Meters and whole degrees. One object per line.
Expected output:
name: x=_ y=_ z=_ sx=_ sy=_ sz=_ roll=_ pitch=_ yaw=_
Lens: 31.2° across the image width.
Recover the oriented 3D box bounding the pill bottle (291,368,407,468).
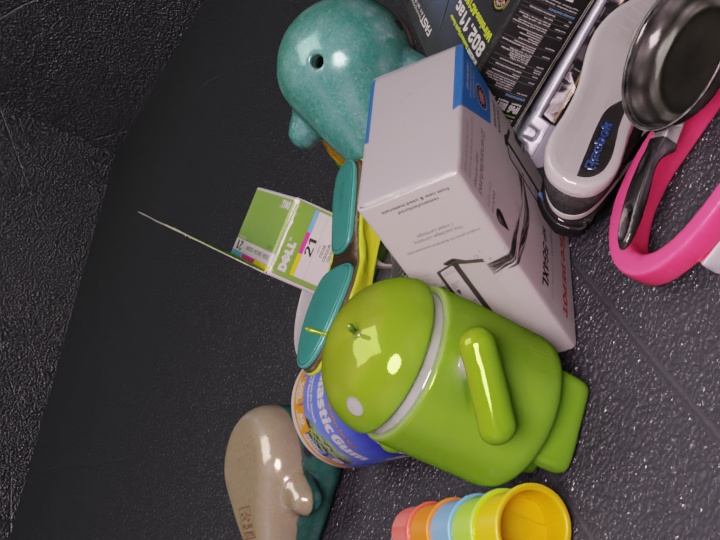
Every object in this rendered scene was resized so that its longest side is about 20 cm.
pill bottle: x=0.026 y=0.104 z=1.101 sx=0.200 sy=0.111 sz=0.113 roll=-29 pitch=41 yaw=61

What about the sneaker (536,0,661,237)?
sneaker: x=0.188 y=-0.115 z=0.985 sx=0.201 sy=0.073 sz=0.112 roll=-54 pitch=-14 yaw=-23

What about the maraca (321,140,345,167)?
maraca: x=0.003 y=-0.154 z=1.320 sx=0.200 sy=0.106 sz=0.138 roll=-21 pitch=86 yaw=68

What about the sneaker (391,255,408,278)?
sneaker: x=0.065 y=-0.016 z=1.092 sx=0.200 sy=0.077 sz=0.092 roll=-48 pitch=-52 yaw=-77

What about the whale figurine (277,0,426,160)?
whale figurine: x=-0.005 y=-0.151 z=1.171 sx=0.158 sy=0.104 sz=0.202 roll=-21 pitch=83 yaw=24

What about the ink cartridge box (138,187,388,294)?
ink cartridge box: x=-0.091 y=-0.040 z=1.193 sx=0.076 sy=0.199 sz=0.148 roll=-66 pitch=20 yaw=-1

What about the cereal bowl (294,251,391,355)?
cereal bowl: x=0.015 y=0.013 z=1.280 sx=0.200 sy=0.083 sz=0.201 roll=-54 pitch=23 yaw=35

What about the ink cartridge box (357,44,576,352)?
ink cartridge box: x=0.085 y=-0.042 z=0.970 sx=0.084 sy=0.200 sz=0.147 roll=-20 pitch=42 yaw=24

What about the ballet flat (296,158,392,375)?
ballet flat: x=0.000 y=0.000 z=1.101 sx=0.067 sy=0.067 sz=0.202 roll=-24 pitch=50 yaw=57

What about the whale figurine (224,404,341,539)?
whale figurine: x=-0.066 y=0.232 z=1.264 sx=0.159 sy=0.103 sz=0.202 roll=-32 pitch=63 yaw=57

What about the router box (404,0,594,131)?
router box: x=0.114 y=-0.233 z=1.085 sx=0.150 sy=0.062 sz=0.201 roll=-61 pitch=27 yaw=30

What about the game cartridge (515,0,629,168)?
game cartridge: x=0.186 y=-0.183 z=1.064 sx=0.201 sy=0.040 sz=0.133 roll=-61 pitch=4 yaw=15

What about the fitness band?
fitness band: x=0.236 y=-0.078 z=0.866 sx=0.201 sy=0.037 sz=0.144 roll=-58 pitch=21 yaw=22

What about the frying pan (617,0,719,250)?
frying pan: x=0.217 y=-0.115 z=0.867 sx=0.115 sy=0.031 sz=0.192 roll=-39 pitch=40 yaw=53

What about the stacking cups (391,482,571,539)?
stacking cups: x=0.077 y=0.195 z=0.948 sx=0.200 sy=0.060 sz=0.061 roll=-31 pitch=40 yaw=62

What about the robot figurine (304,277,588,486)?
robot figurine: x=0.060 y=0.078 z=0.906 sx=0.175 sy=0.199 sz=0.117 roll=-16 pitch=52 yaw=65
